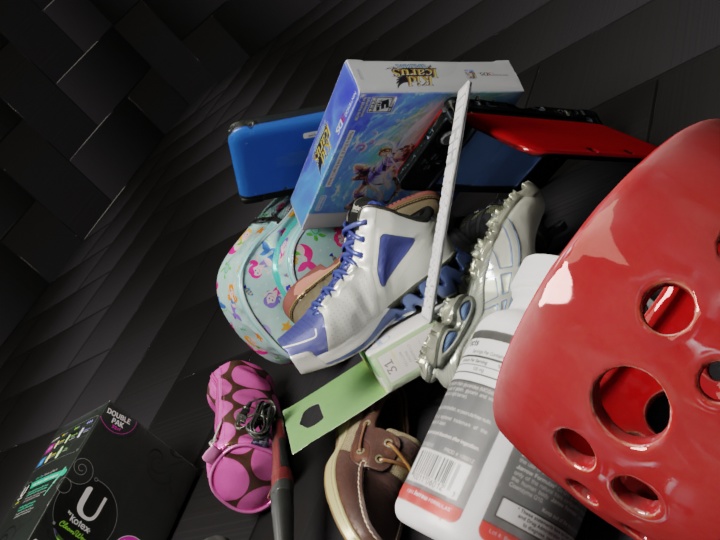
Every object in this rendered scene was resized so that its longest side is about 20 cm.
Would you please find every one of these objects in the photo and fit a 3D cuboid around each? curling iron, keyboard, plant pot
[{"bbox_3d":[-0.081,0.195,0.788,0.201,0.049,0.026,-108,29,-47],"label":"curling iron"},{"bbox_3d":[0.072,-0.056,0.739,0.056,0.011,0.202,-15,-66,-87],"label":"keyboard"},{"bbox_3d":[0.194,0.055,0.419,0.182,0.201,0.201,37,80,30],"label":"plant pot"}]

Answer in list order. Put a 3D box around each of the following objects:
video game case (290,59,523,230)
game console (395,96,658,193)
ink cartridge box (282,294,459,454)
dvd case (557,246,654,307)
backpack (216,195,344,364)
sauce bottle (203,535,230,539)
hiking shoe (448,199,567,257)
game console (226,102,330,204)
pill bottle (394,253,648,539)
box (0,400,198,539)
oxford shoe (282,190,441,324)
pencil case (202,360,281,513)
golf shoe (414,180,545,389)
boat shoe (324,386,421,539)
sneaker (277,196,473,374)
[{"bbox_3d":[0.042,-0.123,0.874,0.046,0.180,0.201,67,150,27],"label":"video game case"},{"bbox_3d":[0.164,-0.096,0.834,0.173,0.198,0.120,-53,50,44],"label":"game console"},{"bbox_3d":[0.007,0.085,0.829,0.199,0.048,0.146,-28,9,-5],"label":"ink cartridge box"},{"bbox_3d":[0.168,0.063,0.718,0.150,0.025,0.200,-43,22,7],"label":"dvd case"},{"bbox_3d":[-0.057,0.008,0.996,0.200,0.178,0.150,-45,20,-22],"label":"backpack"},{"bbox_3d":[-0.109,0.296,0.746,0.065,0.065,0.200,-45,21,-2],"label":"sauce bottle"},{"bbox_3d":[0.131,-0.029,0.900,0.100,0.076,0.200,-33,22,-14],"label":"hiking shoe"},{"bbox_3d":[-0.046,-0.153,0.951,0.198,0.171,0.119,-12,58,-7],"label":"game console"},{"bbox_3d":[0.114,0.099,0.587,0.116,0.115,0.201,3,63,61],"label":"pill bottle"},{"bbox_3d":[-0.307,0.282,0.994,0.124,0.149,0.201,-28,27,36],"label":"box"},{"bbox_3d":[0.016,0.004,0.874,0.200,0.070,0.075,-42,49,7],"label":"oxford shoe"},{"bbox_3d":[-0.129,0.170,0.950,0.091,0.093,0.200,-59,18,10],"label":"pencil case"},{"bbox_3d":[0.126,0.021,0.730,0.201,0.097,0.078,-61,-9,-21],"label":"golf shoe"},{"bbox_3d":[0.020,0.164,0.744,0.072,0.072,0.200,-37,17,17],"label":"boat shoe"},{"bbox_3d":[0.001,0.000,0.798,0.198,0.116,0.081,-31,9,-10],"label":"sneaker"}]
